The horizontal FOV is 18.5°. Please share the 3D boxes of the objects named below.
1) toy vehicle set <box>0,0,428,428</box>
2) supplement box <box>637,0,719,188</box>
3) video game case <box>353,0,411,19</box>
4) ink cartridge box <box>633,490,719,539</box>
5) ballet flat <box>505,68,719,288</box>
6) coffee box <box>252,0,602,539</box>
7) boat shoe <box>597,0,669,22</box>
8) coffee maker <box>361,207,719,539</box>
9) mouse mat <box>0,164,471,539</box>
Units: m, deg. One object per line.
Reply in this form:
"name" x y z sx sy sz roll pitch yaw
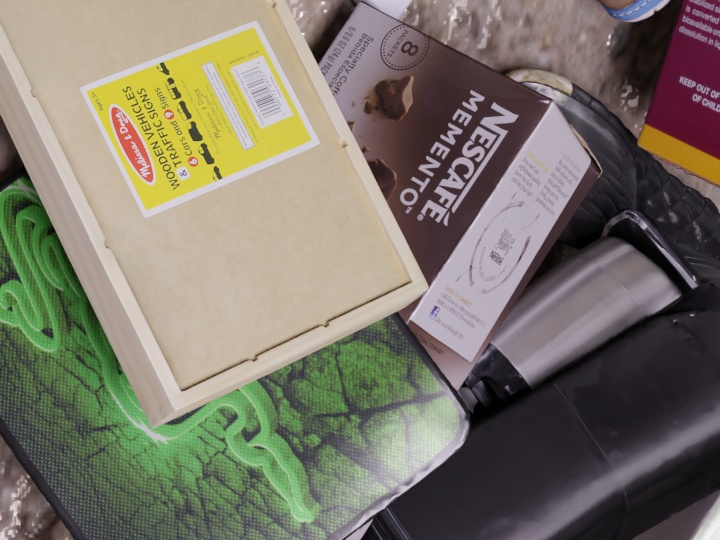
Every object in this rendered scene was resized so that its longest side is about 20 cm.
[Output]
"toy vehicle set" -0.069 -0.055 0.868 0.124 0.026 0.201 -23 84 -30
"supplement box" 0.221 -0.133 1.024 0.110 0.085 0.201 5 108 -41
"video game case" 0.020 -0.237 0.949 0.201 0.023 0.182 -54 133 -8
"ink cartridge box" 0.198 0.096 1.168 0.048 0.145 0.201 37 83 -8
"ballet flat" 0.124 -0.042 1.116 0.066 0.057 0.200 -32 134 21
"coffee box" 0.000 0.000 0.965 0.201 0.113 0.080 -56 150 -6
"boat shoe" 0.142 -0.218 1.037 0.072 0.072 0.201 17 99 -27
"coffee maker" 0.095 0.095 1.029 0.199 0.192 0.135 -32 137 -15
"mouse mat" -0.071 0.032 0.894 0.161 0.008 0.201 -36 87 -6
